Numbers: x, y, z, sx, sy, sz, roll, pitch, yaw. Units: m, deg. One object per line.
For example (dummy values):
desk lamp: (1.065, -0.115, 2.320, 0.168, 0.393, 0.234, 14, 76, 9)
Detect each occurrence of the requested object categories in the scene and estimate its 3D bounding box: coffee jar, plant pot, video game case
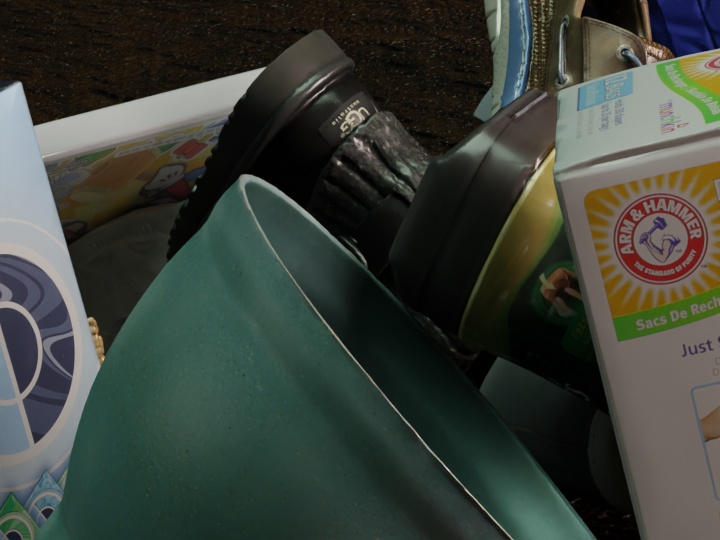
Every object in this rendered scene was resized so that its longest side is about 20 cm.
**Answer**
coffee jar: (0.112, 0.014, 1.012, 0.199, 0.086, 0.104, 30, 23, 11)
plant pot: (-0.020, 0.087, 0.924, 0.134, 0.200, 0.200, -41, 14, 7)
video game case: (-0.131, -0.029, 1.444, 0.199, 0.023, 0.182, -18, -22, -36)

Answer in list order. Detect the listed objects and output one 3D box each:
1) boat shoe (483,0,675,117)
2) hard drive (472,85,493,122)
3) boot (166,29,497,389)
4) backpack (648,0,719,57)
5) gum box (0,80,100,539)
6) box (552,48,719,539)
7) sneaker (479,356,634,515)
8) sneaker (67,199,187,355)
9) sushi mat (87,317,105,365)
boat shoe: (0.099, -0.073, 1.207, 0.072, 0.072, 0.201, -32, 49, 29)
hard drive: (0.159, -0.051, 1.285, 0.134, 0.043, 0.200, 7, 14, -39)
boot: (-0.002, 0.001, 1.271, 0.079, 0.158, 0.211, -43, -7, -23)
backpack: (0.231, -0.167, 1.542, 0.167, 0.163, 0.200, -5, 19, 41)
gum box: (-0.179, 0.047, 1.136, 0.044, 0.201, 0.170, -1, 22, 39)
box: (0.130, 0.037, 0.883, 0.101, 0.201, 0.113, -13, 16, 8)
sneaker: (0.137, 0.026, 1.140, 0.199, 0.075, 0.106, -27, 21, -31)
sneaker: (-0.062, -0.002, 1.460, 0.199, 0.081, 0.146, -31, -13, 16)
sushi mat: (-0.200, 0.083, 1.239, 0.199, 0.096, 0.012, -17, 45, -8)
